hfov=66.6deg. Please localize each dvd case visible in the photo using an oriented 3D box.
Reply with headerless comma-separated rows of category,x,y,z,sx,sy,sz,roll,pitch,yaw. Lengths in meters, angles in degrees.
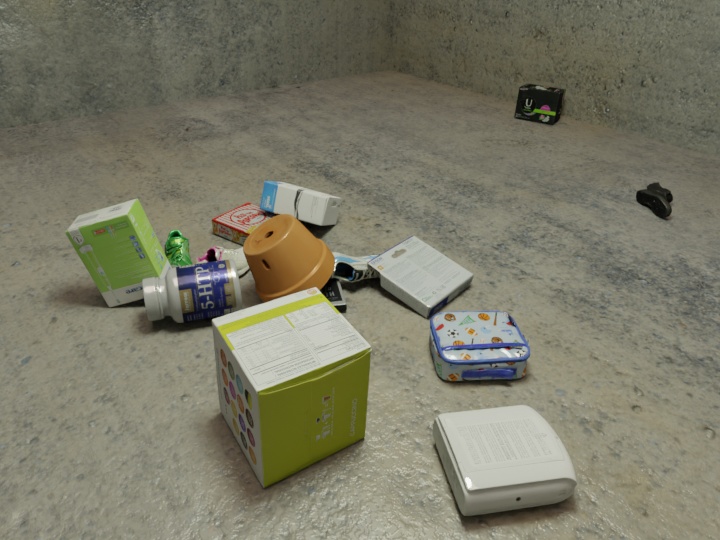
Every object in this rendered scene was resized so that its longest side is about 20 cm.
dvd case,-0.122,0.040,1.319,0.147,0.025,0.201,-5,31,-11

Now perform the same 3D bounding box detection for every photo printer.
photo printer,0.230,0.295,0.874,0.195,0.071,0.167,-4,31,-11

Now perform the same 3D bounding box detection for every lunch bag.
lunch bag,0.241,0.153,1.108,0.195,0.077,0.161,-2,33,-5

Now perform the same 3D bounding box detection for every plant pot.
plant pot,-0.173,-0.031,1.245,0.197,0.141,0.202,-21,34,15

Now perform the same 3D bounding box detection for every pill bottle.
pill bottle,-0.365,0.048,1.197,0.196,0.122,0.120,-10,32,-18

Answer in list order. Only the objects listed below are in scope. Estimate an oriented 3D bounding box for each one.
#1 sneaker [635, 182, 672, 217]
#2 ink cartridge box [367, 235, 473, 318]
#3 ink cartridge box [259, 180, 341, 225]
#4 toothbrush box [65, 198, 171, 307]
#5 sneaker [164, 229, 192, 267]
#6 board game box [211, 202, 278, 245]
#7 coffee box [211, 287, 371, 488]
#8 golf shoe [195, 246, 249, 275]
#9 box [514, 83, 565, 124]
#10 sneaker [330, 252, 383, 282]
sneaker,0.990,-0.236,1.805,0.102,0.061,0.201,-7,28,-6
ink cartridge box,0.145,0.010,1.340,0.199,0.044,0.195,35,43,28
ink cartridge box,-0.170,-0.195,1.589,0.196,0.086,0.144,16,11,13
toothbrush box,-0.529,-0.037,1.221,0.142,0.203,0.087,-15,30,4
sneaker,-0.459,-0.037,1.369,0.073,0.085,0.200,-11,34,-22
board game box,-0.298,-0.124,1.558,0.197,0.047,0.151,20,35,27
coffee box,-0.115,0.184,0.910,0.197,0.203,0.197,-16,36,-29
golf shoe,-0.332,-0.024,1.349,0.074,0.093,0.200,14,31,22
box,0.870,-0.810,2.660,0.197,0.151,0.124,19,33,28
sneaker,0.000,0.000,1.337,0.196,0.073,0.073,3,43,-26
